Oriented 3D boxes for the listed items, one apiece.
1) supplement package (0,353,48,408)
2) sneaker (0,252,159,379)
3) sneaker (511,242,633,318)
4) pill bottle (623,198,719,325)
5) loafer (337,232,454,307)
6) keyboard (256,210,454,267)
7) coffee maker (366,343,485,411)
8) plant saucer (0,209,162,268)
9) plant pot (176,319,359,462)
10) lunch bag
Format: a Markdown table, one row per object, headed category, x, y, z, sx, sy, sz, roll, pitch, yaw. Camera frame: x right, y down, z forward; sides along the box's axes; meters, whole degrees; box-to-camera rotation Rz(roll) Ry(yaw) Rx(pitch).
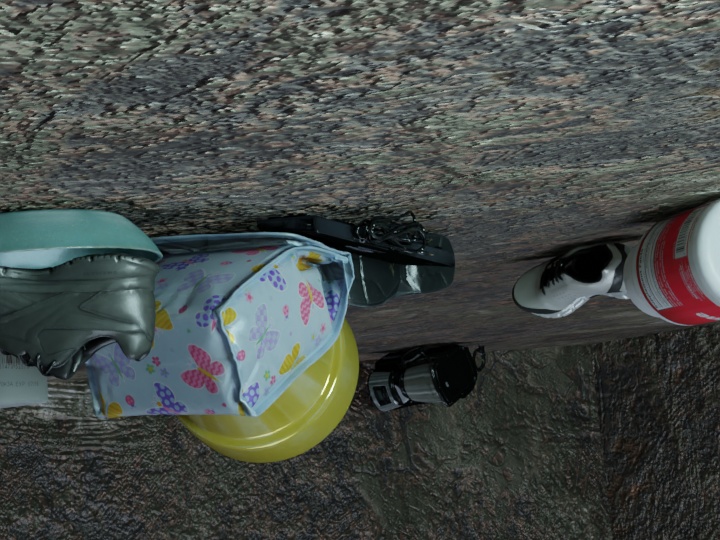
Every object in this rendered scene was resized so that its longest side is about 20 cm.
| category | x | y | z | sx | sy | sz | roll | pitch | yaw |
| --- | --- | --- | --- | --- | --- | --- | --- | --- | --- |
| supplement package | -0.461 | 0.100 | 1.794 | 0.200 | 0.117 | 0.117 | -9 | 174 | 28 |
| sneaker | -0.248 | 0.039 | 1.218 | 0.200 | 0.091 | 0.076 | -5 | 176 | 8 |
| sneaker | 0.240 | 0.002 | 1.847 | 0.080 | 0.074 | 0.200 | 17 | 156 | -37 |
| pill bottle | 0.334 | -0.006 | 1.579 | 0.112 | 0.112 | 0.200 | -4 | 174 | -16 |
| loafer | 0.000 | 0.000 | 1.528 | 0.072 | 0.073 | 0.200 | -5 | 175 | 44 |
| keyboard | 0.011 | -0.035 | 1.405 | 0.104 | 0.040 | 0.200 | 4 | 175 | 39 |
| coffee maker | 0.143 | 0.235 | 3.549 | 0.200 | 0.135 | 0.192 | -10 | 173 | 41 |
| plant saucer | -0.255 | -0.019 | 1.265 | 0.200 | 0.036 | 0.200 | -6 | 174 | -1 |
| plant pot | -0.121 | 0.077 | 1.656 | 0.201 | 0.201 | 0.189 | -7 | 158 | 13 |
| lunch bag | -0.121 | 0.032 | 1.370 | 0.169 | 0.127 | 0.200 | -2 | -159 | 32 |
